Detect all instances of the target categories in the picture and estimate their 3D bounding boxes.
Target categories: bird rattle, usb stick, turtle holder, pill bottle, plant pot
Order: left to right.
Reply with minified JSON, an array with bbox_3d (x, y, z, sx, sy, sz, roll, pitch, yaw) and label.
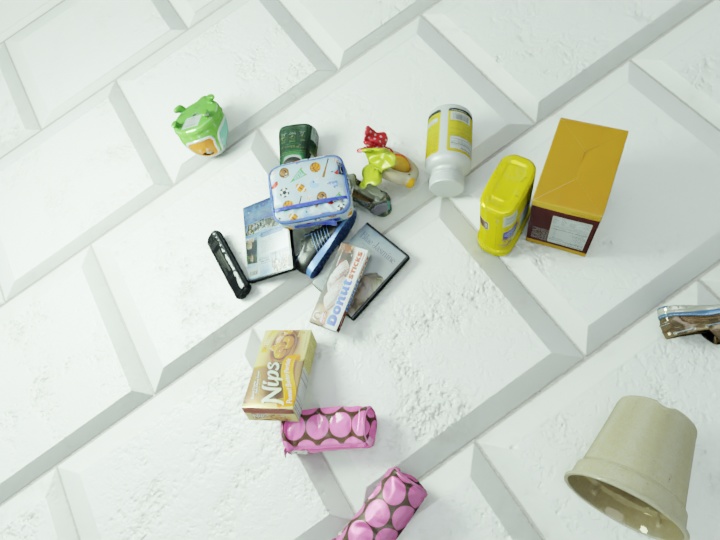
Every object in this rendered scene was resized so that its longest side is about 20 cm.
[{"bbox_3d":[-0.432,-0.395,1.429,0.140,0.132,0.186,-31,46,-4],"label":"turtle holder"},{"bbox_3d":[-0.332,-0.016,1.310,0.056,0.032,0.201,-50,62,30],"label":"usb stick"},{"bbox_3d":[0.064,-0.259,1.275,0.162,0.200,0.113,23,117,-8],"label":"bird rattle"},{"bbox_3d":[0.210,-0.283,1.245,0.110,0.111,0.202,2,69,14],"label":"pill bottle"},{"bbox_3d":[0.491,0.333,0.913,0.199,0.201,0.184,28,66,21],"label":"plant pot"}]

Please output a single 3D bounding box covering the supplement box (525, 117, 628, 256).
[{"bbox_3d":[0.447,-0.169,1.096,0.132,0.200,0.199,18,74,19],"label":"supplement box"}]

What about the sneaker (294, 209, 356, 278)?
[{"bbox_3d":[-0.091,-0.080,1.262,0.078,0.070,0.201,34,81,16],"label":"sneaker"}]

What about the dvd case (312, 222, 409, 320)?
[{"bbox_3d":[0.000,0.000,1.229,0.142,0.018,0.200,39,82,24],"label":"dvd case"}]

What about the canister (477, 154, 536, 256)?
[{"bbox_3d":[0.311,-0.135,1.115,0.086,0.200,0.149,27,77,20],"label":"canister"}]

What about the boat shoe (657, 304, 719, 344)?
[{"bbox_3d":[0.690,0.106,1.010,0.198,0.072,0.073,-4,73,23],"label":"boat shoe"}]

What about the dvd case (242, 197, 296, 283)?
[{"bbox_3d":[-0.226,-0.081,1.285,0.142,0.018,0.202,-16,73,27],"label":"dvd case"}]

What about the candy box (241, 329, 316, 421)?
[{"bbox_3d":[-0.172,0.224,1.135,0.114,0.056,0.201,-3,47,14],"label":"candy box"}]

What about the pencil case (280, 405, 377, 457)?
[{"bbox_3d":[-0.065,0.336,1.088,0.198,0.091,0.094,-10,32,11],"label":"pencil case"}]

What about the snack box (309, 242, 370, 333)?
[{"bbox_3d":[-0.046,0.038,1.193,0.071,0.024,0.201,17,75,20],"label":"snack box"}]

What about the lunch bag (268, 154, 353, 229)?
[{"bbox_3d":[-0.112,-0.179,1.223,0.198,0.076,0.162,-10,75,5],"label":"lunch bag"}]

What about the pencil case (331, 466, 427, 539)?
[{"bbox_3d":[0.037,0.476,1.003,0.093,0.091,0.200,34,78,34],"label":"pencil case"}]

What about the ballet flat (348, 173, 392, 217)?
[{"bbox_3d":[-0.005,-0.203,1.288,0.199,0.072,0.072,30,79,22],"label":"ballet flat"}]

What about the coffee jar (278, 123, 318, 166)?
[{"bbox_3d":[-0.162,-0.272,1.343,0.103,0.085,0.202,-3,69,12],"label":"coffee jar"}]
